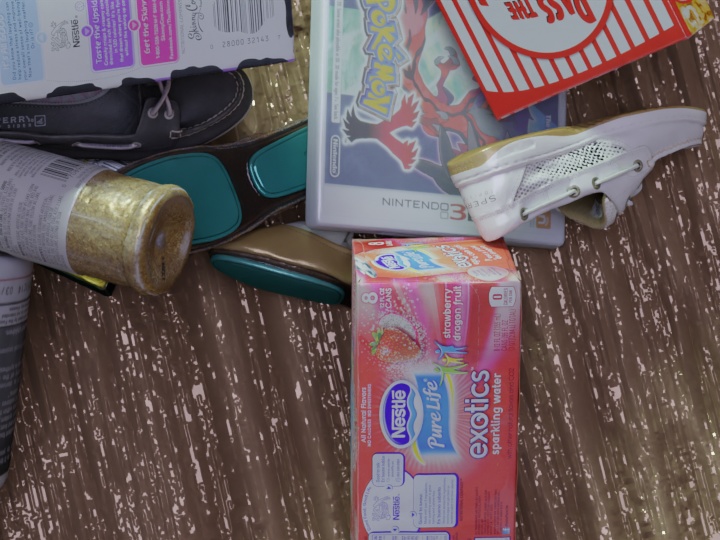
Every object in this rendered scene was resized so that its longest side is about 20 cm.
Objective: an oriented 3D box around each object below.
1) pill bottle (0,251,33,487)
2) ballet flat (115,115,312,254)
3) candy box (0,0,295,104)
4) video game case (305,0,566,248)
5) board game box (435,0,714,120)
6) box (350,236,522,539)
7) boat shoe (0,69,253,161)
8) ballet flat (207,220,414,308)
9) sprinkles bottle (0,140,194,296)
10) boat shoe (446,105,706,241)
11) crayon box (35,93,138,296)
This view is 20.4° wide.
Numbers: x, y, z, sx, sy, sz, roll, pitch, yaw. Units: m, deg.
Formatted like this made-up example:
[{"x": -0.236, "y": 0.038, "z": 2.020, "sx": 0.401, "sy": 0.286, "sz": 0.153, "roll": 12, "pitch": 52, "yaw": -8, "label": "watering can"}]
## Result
[{"x": -0.269, "y": 0.079, "z": 1.236, "sx": 0.114, "sy": 0.114, "sz": 0.200, "roll": 8, "pitch": 99, "yaw": -1, "label": "pill bottle"}, {"x": -0.086, "y": -0.049, "z": 1.277, "sx": 0.200, "sy": 0.067, "sz": 0.068, "roll": -15, "pitch": 87, "yaw": -26, "label": "ballet flat"}, {"x": -0.164, "y": -0.157, "z": 1.195, "sx": 0.200, "sy": 0.168, "sz": 0.072, "roll": -12, "pitch": 109, "yaw": -25, "label": "candy box"}, {"x": 0.053, "y": -0.120, "z": 1.300, "sx": 0.182, "sy": 0.023, "sz": 0.200, "roll": 4, "pitch": 83, "yaw": -25, "label": "video game case"}, {"x": 0.107, "y": -0.212, "z": 1.238, "sx": 0.151, "sy": 0.046, "sz": 0.200, "roll": -22, "pitch": 100, "yaw": 39, "label": "board game box"}, {"x": 0.044, "y": 0.086, "z": 1.241, "sx": 0.103, "sy": 0.095, "sz": 0.200, "roll": -1, "pitch": 107, "yaw": -2, "label": "box"}, {"x": -0.166, "y": -0.103, "z": 1.254, "sx": 0.200, "sy": 0.057, "sz": 0.067, "roll": -6, "pitch": 82, "yaw": -3, "label": "boat shoe"}, {"x": 0.000, "y": 0.000, "z": 1.302, "sx": 0.200, "sy": 0.069, "sz": 0.063, "roll": 20, "pitch": 74, "yaw": -9, "label": "ballet flat"}, {"x": -0.199, "y": -0.040, "z": 1.188, "sx": 0.200, "sy": 0.068, "sz": 0.068, "roll": 15, "pitch": 83, "yaw": 22, "label": "sprinkles bottle"}, {"x": 0.146, "y": -0.060, "z": 1.285, "sx": 0.200, "sy": 0.071, "sz": 0.069, "roll": -15, "pitch": 89, "yaw": -30, "label": "boat shoe"}, {"x": -0.228, "y": -0.082, "z": 1.304, "sx": 0.200, "sy": 0.051, "sz": 0.127, "roll": 25, "pitch": 83, "yaw": 0, "label": "crayon box"}]
